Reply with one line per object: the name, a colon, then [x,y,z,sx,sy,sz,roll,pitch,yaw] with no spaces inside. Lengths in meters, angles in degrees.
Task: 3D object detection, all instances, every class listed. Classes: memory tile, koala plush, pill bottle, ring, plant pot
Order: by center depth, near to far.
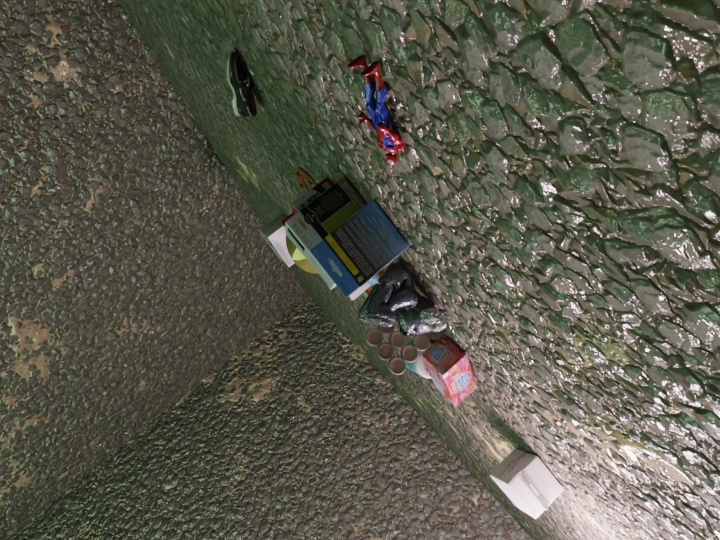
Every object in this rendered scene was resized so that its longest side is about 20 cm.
koala plush: [0.127,0.098,1.392,0.199,0.185,0.177,31,171,-8]
memory tile: [0.122,0.180,1.474,0.153,0.200,0.017,49,161,6]
plant pot: [-0.116,-0.105,1.645,0.201,0.200,0.142,54,143,-11]
ring: [-0.155,-0.249,1.713,0.201,0.019,0.201,50,170,12]
pill bottle: [0.201,0.285,1.721,0.111,0.111,0.200,53,169,-9]

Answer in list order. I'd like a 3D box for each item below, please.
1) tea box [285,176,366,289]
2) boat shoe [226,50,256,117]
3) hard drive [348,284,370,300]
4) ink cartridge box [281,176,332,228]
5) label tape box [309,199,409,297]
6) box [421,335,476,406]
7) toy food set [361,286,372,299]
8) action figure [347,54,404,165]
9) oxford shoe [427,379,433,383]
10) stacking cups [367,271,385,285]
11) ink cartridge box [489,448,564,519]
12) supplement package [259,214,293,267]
tea box: [-0.060,-0.092,1.351,0.200,0.196,0.134,52,169,2]
boat shoe: [-0.331,-0.516,1.461,0.060,0.074,0.201,10,142,4]
hard drive: [0.000,0.000,1.572,0.027,0.132,0.200,45,167,28]
ink cartridge box: [-0.101,-0.125,1.473,0.200,0.175,0.084,50,169,5]
label tape box: [-0.005,-0.050,1.252,0.145,0.200,0.063,52,169,-3]
box: [0.264,0.299,1.546,0.103,0.094,0.201,41,165,43]
toy food set: [0.009,0.034,1.854,0.199,0.049,0.200,55,170,-9]
action figure: [0.030,-0.253,0.869,0.065,0.052,0.200,38,165,39]
oxford shoe: [0.226,0.352,1.948,0.200,0.070,0.075,48,174,25]
stacking cups: [0.024,0.019,1.489,0.199,0.061,0.060,21,-170,-36]
ink cartridge box: [0.505,0.643,1.583,0.129,0.125,0.200,50,169,6]
supplement package: [-0.374,-0.151,2.588,0.192,0.147,0.200,56,169,-24]
